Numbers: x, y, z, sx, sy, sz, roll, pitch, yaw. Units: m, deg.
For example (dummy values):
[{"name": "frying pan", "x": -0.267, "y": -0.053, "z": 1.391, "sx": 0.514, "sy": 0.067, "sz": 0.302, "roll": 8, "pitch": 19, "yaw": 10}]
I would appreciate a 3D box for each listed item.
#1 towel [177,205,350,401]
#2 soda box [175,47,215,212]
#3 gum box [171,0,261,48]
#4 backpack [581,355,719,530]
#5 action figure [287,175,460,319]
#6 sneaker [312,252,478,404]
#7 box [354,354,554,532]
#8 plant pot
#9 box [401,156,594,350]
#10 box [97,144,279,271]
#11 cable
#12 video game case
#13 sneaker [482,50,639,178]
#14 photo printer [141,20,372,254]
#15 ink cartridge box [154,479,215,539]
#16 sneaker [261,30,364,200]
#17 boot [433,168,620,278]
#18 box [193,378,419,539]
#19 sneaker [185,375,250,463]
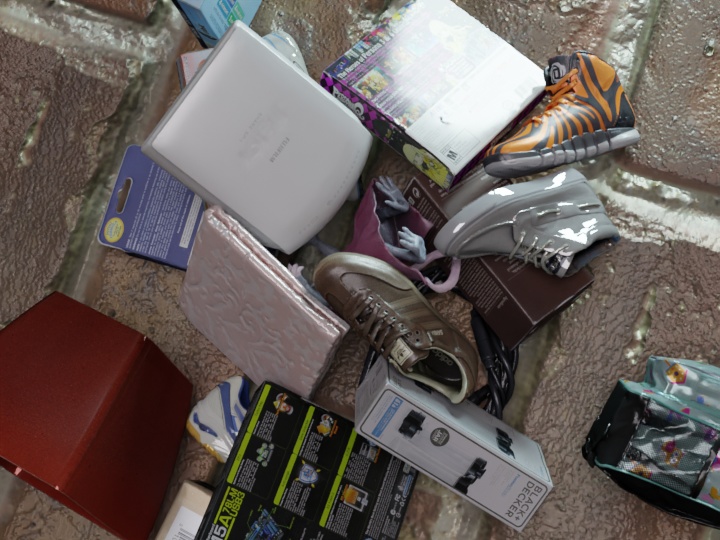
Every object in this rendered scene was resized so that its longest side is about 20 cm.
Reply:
[{"name": "towel", "x": -0.106, "y": 0.046, "z": 1.406, "sx": 0.191, "sy": 0.200, "sz": 0.032, "roll": 42, "pitch": 57, "yaw": 9}, {"name": "soda box", "x": -0.145, "y": -0.132, "z": 1.434, "sx": 0.063, "sy": 0.068, "sz": 0.202, "roll": -11, "pitch": 96, "yaw": -12}, {"name": "gum box", "x": -0.129, "y": -0.351, "z": 1.478, "sx": 0.044, "sy": 0.170, "sz": 0.201, "roll": 26, "pitch": 84, "yaw": 9}, {"name": "backpack", "x": 0.340, "y": 0.174, "z": 1.336, "sx": 0.199, "sy": 0.176, "sz": 0.154, "roll": 31, "pitch": 89, "yaw": 6}, {"name": "action figure", "x": 0.000, "y": 0.000, "z": 1.433, "sx": 0.148, "sy": 0.134, "sz": 0.200, "roll": 32, "pitch": 126, "yaw": -10}, {"name": "sneaker", "x": 0.039, "y": 0.056, "z": 1.331, "sx": 0.199, "sy": 0.076, "sz": 0.071, "roll": 34, "pitch": 114, "yaw": -15}, {"name": "box", "x": 0.092, "y": 0.169, "z": 1.362, "sx": 0.199, "sy": 0.117, "sz": 0.060, "roll": 32, "pitch": 102, "yaw": -9}, {"name": "plant pot", "x": -0.288, "y": 0.143, "z": 1.395, "sx": 0.199, "sy": 0.200, "sz": 0.177, "roll": 24, "pitch": 72, "yaw": 26}, {"name": "box", "x": 0.140, "y": -0.028, "z": 1.427, "sx": 0.100, "sy": 0.075, "sz": 0.200, "roll": -31, "pitch": 75, "yaw": -30}, {"name": "box", "x": -0.182, "y": -0.058, "z": 1.506, "sx": 0.198, "sy": 0.032, "sz": 0.122, "roll": 16, "pitch": 83, "yaw": 7}, {"name": "cable", "x": 0.090, "y": 0.089, "z": 1.441, "sx": 0.162, "sy": 0.051, "sz": 0.202, "roll": 18, "pitch": 83, "yaw": 9}, {"name": "video game case", "x": 0.083, "y": -0.199, "z": 1.448, "sx": 0.181, "sy": 0.036, "sz": 0.200, "roll": 39, "pitch": 55, "yaw": 10}, {"name": "sneaker", "x": 0.200, "y": -0.165, "z": 1.425, "sx": 0.199, "sy": 0.077, "sz": 0.113, "roll": -16, "pitch": 90, "yaw": -33}, {"name": "photo printer", "x": -0.097, "y": -0.127, "z": 1.373, "sx": 0.200, "sy": 0.069, "sz": 0.167, "roll": 38, "pitch": 84, "yaw": -14}, {"name": "ink cartridge box", "x": -0.152, "y": 0.344, "z": 1.416, "sx": 0.164, "sy": 0.075, "sz": 0.201, "roll": 24, "pitch": 83, "yaw": 11}, {"name": "sneaker", "x": -0.061, "y": -0.158, "z": 1.452, "sx": 0.072, "sy": 0.072, "sz": 0.201, "roll": -32, "pitch": 98, "yaw": -6}, {"name": "boot", "x": 0.174, "y": -0.034, "z": 1.354, "sx": 0.199, "sy": 0.074, "sz": 0.096, "roll": -22, "pitch": 65, "yaw": -29}, {"name": "box", "x": -0.052, "y": 0.240, "z": 1.371, "sx": 0.192, "sy": 0.048, "sz": 0.201, "roll": 25, "pitch": 59, "yaw": -7}, {"name": "sneaker", "x": -0.092, "y": 0.195, "z": 1.433, "sx": 0.200, "sy": 0.075, "sz": 0.088, "roll": 42, "pitch": 87, "yaw": 10}]
